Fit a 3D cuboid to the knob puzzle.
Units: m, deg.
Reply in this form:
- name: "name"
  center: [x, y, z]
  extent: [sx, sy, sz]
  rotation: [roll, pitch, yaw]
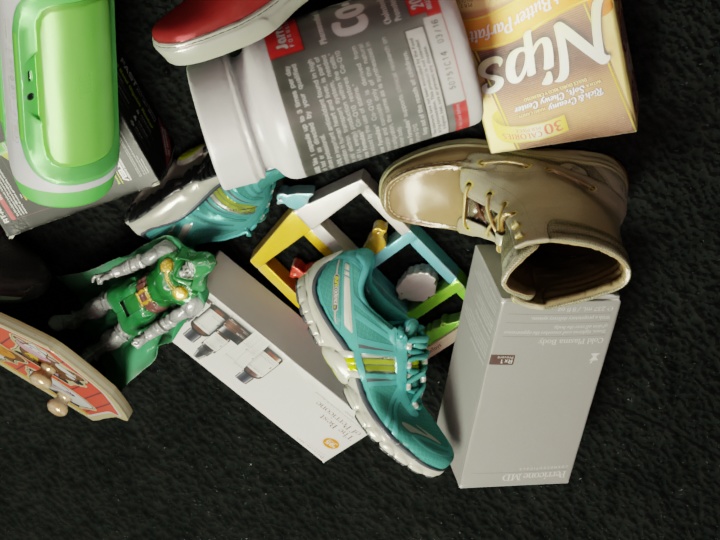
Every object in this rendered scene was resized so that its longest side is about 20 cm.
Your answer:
- name: "knob puzzle"
  center: [-0.285, 0.082, 1.385]
  extent: [0.219, 0.031, 0.220]
  rotation: [26, 161, 10]

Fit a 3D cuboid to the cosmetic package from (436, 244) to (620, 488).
- name: "cosmetic package"
  center: [0.135, 0.080, 1.337]
  extent: [0.106, 0.090, 0.201]
  rotation: [-2, 123, -14]

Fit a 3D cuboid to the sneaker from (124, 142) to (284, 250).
- name: "sneaker"
  center: [-0.101, -0.070, 1.307]
  extent: [0.199, 0.078, 0.080]
  rotation: [-26, 126, 34]

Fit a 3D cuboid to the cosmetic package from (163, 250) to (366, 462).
- name: "cosmetic package"
  center: [-0.076, 0.077, 1.393]
  extent: [0.200, 0.051, 0.082]
  rotation: [40, 136, -14]

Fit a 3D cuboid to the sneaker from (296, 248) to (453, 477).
- name: "sneaker"
  center: [0.022, 0.076, 1.317]
  extent: [0.079, 0.078, 0.201]
  rotation: [-29, 93, 14]

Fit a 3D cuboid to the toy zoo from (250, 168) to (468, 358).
- name: "toy zoo"
  center: [0.000, 0.000, 1.358]
  extent: [0.131, 0.021, 0.200]
  rotation: [-35, 112, 28]

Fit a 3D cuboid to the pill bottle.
- name: "pill bottle"
  center: [-0.019, -0.134, 1.181]
  extent: [0.199, 0.114, 0.114]
  rotation: [-17, 121, 0]

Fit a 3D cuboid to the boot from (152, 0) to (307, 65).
- name: "boot"
  center: [-0.082, -0.246, 1.127]
  extent: [0.200, 0.072, 0.145]
  rotation: [-37, 127, -14]

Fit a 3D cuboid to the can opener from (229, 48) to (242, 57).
- name: "can opener"
  center: [-0.080, -0.245, 1.189]
  extent: [0.066, 0.053, 0.201]
  rotation: [-3, 124, 13]

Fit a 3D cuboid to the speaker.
- name: "speaker"
  center: [-0.220, -0.150, 1.182]
  extent: [0.088, 0.089, 0.201]
  rotation: [7, 123, 5]

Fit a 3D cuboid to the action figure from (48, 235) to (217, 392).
- name: "action figure"
  center: [-0.184, 0.025, 1.340]
  extent: [0.200, 0.055, 0.119]
  rotation: [-30, 90, 42]

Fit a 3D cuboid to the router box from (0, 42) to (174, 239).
- name: "router box"
  center: [-0.259, -0.139, 1.284]
  extent: [0.149, 0.062, 0.201]
  rotation: [-17, 119, 18]

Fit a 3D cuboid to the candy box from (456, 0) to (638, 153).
- name: "candy box"
  center: [0.132, -0.191, 1.187]
  extent: [0.115, 0.055, 0.201]
  rotation: [-7, 121, 16]

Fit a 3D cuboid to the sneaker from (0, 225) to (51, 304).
- name: "sneaker"
  center: [-0.346, -0.053, 1.352]
  extent: [0.199, 0.076, 0.116]
  rotation: [21, 121, -4]

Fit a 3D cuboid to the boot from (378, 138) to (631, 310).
- name: "boot"
  center: [0.107, -0.034, 1.234]
  extent: [0.198, 0.155, 0.072]
  rotation: [1, 122, 7]
